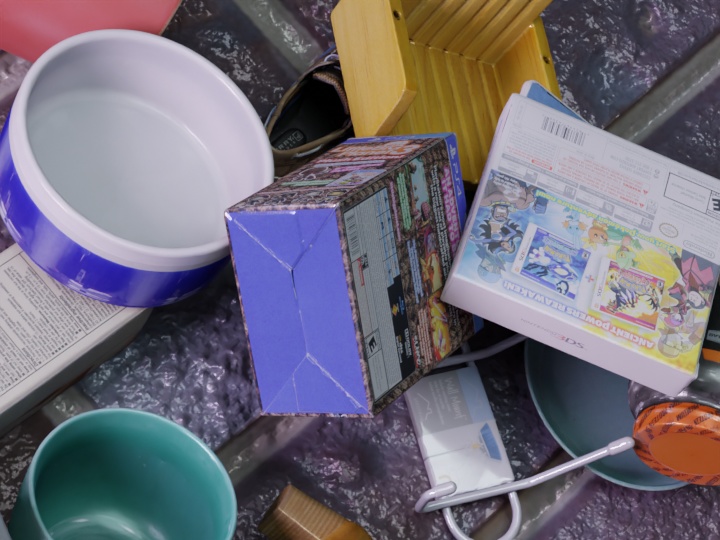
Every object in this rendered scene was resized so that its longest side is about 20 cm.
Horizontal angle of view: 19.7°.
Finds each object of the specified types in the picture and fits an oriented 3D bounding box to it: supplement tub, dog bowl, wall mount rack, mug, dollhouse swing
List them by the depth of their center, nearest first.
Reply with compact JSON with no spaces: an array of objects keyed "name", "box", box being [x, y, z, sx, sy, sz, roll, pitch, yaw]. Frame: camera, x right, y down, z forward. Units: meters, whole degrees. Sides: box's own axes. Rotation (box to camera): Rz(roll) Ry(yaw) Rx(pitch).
[{"name":"mug","box":[-0.182,0.199,1.457,0.152,0.115,0.185,38,45,11]},{"name":"dog bowl","box":[-0.169,-0.076,1.537,0.199,0.079,0.201,14,54,-20]},{"name":"wall mount rack","box":[0.109,0.111,1.637,0.172,0.075,0.201,-12,71,-17]},{"name":"supplement tub","box":[0.284,0.062,1.662,0.122,0.123,0.201,23,60,-8]},{"name":"dollhouse swing","box":[0.111,-0.187,1.690,0.199,0.175,0.183,11,59,-44]}]

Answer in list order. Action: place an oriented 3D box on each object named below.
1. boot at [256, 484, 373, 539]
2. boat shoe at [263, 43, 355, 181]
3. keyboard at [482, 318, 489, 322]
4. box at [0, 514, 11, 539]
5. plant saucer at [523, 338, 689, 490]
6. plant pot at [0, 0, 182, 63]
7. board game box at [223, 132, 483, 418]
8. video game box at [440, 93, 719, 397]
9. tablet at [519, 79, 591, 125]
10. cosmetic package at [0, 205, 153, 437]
[{"name":"boot","box":[-0.036,0.259,1.473,0.144,0.071,0.202,39,50,-5]},{"name":"boat shoe","box":[-0.022,-0.139,1.715,0.072,0.072,0.200,37,59,0]},{"name":"keyboard","box":[0.137,-0.004,1.717,0.199,0.040,0.104,-18,48,-30]},{"name":"box","box":[-0.357,0.209,1.353,0.199,0.131,0.199,22,55,26]},{"name":"plant saucer","box":[0.221,0.091,1.717,0.198,0.036,0.202,8,64,-17]},{"name":"plant pot","box":[-0.231,-0.244,1.631,0.177,0.200,0.201,33,59,-14]},{"name":"board game box","box":[0.000,0.000,1.546,0.200,0.096,0.161,-33,118,-57]},{"name":"video game box","box":[0.179,-0.021,1.590,0.199,0.047,0.183,23,55,-3]},{"name":"tablet","box":[0.156,-0.048,1.663,0.130,0.014,0.201,36,52,-18]},{"name":"cosmetic package","box":[-0.262,0.054,1.528,0.200,0.087,0.104,-35,81,-31]}]
